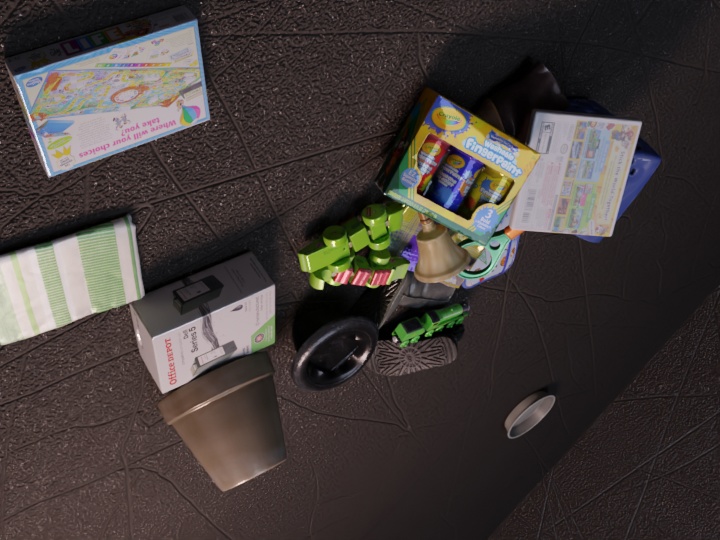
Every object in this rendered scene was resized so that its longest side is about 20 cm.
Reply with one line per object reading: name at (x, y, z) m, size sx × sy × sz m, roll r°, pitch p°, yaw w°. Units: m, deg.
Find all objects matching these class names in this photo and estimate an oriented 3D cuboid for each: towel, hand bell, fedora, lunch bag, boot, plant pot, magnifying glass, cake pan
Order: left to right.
towel at (-0.380, 0.013, 0.994) m, size 0.198 × 0.023 × 0.154 m, roll -21°, pitch 143°, yaw -26°
plant pot at (-0.207, 0.253, 1.261) m, size 0.198 × 0.176 × 0.200 m, roll -25°, pitch 173°, yaw -3°
fedora at (-0.061, 0.129, 1.404) m, size 0.199 × 0.092 × 0.202 m, roll -27°, pitch 146°, yaw -20°
boot at (0.089, 0.060, 1.516) m, size 0.182 × 0.073 × 0.199 m, roll -51°, pitch 154°, yaw 20°
boot at (0.115, 0.156, 1.634) m, size 0.158 × 0.207 × 0.081 m, roll -57°, pitch 141°, yaw -72°
hand bell at (0.109, -0.092, 1.292) m, size 0.103 × 0.104 × 0.202 m, roll -30°, pitch 118°, yaw -16°
towel at (0.133, -0.048, 1.386) m, size 0.198 × 0.023 × 0.144 m, roll 20°, pitch 119°, yaw -27°
lunch bag at (0.246, -0.072, 1.486) m, size 0.158 × 0.076 × 0.202 m, roll -19°, pitch 135°, yaw -28°
magnifying glass at (0.242, -0.051, 1.357) m, size 0.079 × 0.023 × 0.199 m, roll 40°, pitch 120°, yaw -21°
cake pan at (0.545, 0.463, 2.503) m, size 0.198 × 0.037 × 0.202 m, roll -27°, pitch 145°, yaw -20°
boot at (0.286, -0.222, 1.289) m, size 0.166 × 0.072 × 0.201 m, roll -37°, pitch 112°, yaw 5°
plant pot at (0.376, -0.189, 1.390) m, size 0.178 × 0.201 × 0.201 m, roll 4°, pitch 129°, yaw -39°

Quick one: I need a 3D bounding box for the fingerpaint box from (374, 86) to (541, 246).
fingerpaint box at (0.149, -0.157, 1.190) m, size 0.198 × 0.074 × 0.168 m, roll 25°, pitch 105°, yaw -21°

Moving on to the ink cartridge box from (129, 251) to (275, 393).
ink cartridge box at (-0.233, 0.078, 1.168) m, size 0.198 × 0.084 × 0.147 m, roll -24°, pitch 145°, yaw -25°

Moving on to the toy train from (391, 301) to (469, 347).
toy train at (0.144, 0.101, 1.540) m, size 0.198 × 0.042 × 0.057 m, roll -18°, pitch 153°, yaw -37°

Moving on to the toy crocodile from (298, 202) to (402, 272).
toy crocodile at (-0.013, -0.057, 1.254) m, size 0.198 × 0.062 × 0.068 m, roll -29°, pitch 134°, yaw -15°

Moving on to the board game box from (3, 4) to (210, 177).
board game box at (-0.267, -0.196, 0.846) m, size 0.198 × 0.034 × 0.136 m, roll -26°, pitch 145°, yaw -23°

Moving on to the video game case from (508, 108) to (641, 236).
video game case at (0.348, -0.156, 1.264) m, size 0.179 × 0.023 × 0.203 m, roll 4°, pitch 116°, yaw -7°

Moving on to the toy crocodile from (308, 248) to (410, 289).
toy crocodile at (0.000, 0.000, 1.325) m, size 0.197 × 0.062 × 0.068 m, roll 2°, pitch 131°, yaw -32°
